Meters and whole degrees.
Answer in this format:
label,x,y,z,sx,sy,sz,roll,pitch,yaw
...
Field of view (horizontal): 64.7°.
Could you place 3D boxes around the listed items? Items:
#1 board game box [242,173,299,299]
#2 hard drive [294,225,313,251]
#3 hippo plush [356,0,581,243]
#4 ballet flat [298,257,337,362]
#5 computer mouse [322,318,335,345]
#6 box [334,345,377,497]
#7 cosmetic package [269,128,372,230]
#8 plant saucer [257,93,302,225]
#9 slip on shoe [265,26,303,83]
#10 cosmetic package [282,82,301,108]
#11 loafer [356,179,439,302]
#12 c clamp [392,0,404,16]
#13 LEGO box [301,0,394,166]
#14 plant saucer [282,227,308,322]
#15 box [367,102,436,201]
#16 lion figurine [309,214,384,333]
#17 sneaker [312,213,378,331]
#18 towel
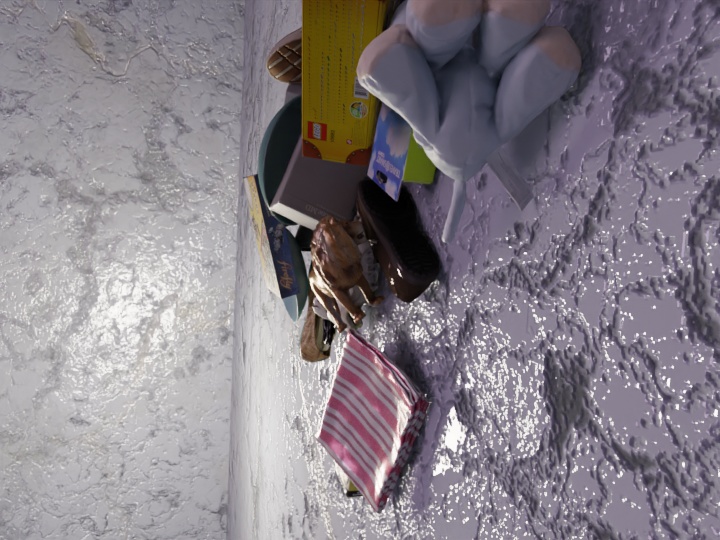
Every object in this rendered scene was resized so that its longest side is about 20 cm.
label,x,y,z,sx,sy,sz,roll,pitch,yaw
board game box,-0.154,-0.063,0.968,0.135,0.034,0.204,-159,57,-70
hard drive,-0.067,-0.103,1.018,0.142,0.032,0.200,-70,17,-5
hippo plush,0.096,-0.171,0.495,0.201,0.157,0.162,55,-159,-28
ballet flat,-0.063,0.065,1.017,0.064,0.070,0.204,6,89,32
computer mouse,-0.034,0.023,0.937,0.059,0.033,0.204,167,112,-70
box,0.004,0.215,0.813,0.075,0.049,0.204,-133,48,-65
cosmetic package,-0.043,-0.160,0.811,0.090,0.105,0.203,-8,62,71
plant saucer,-0.100,-0.172,0.876,0.035,0.199,0.203,18,112,25
slip on shoe,-0.059,-0.364,0.891,0.198,0.076,0.061,-26,40,23
cosmetic package,-0.087,-0.297,1.007,0.201,0.083,0.109,-85,10,-53
loafer,0.033,-0.040,0.709,0.202,0.072,0.072,-107,27,-44
c clamp,0.086,-0.316,0.564,0.200,0.027,0.173,-41,35,47
LEGO box,-0.010,-0.238,0.591,0.202,0.076,0.150,96,-177,-47
plant saucer,-0.132,-0.005,1.068,0.201,0.038,0.205,165,91,-73
box,0.061,-0.195,0.677,0.122,0.047,0.203,-125,41,-61
lion figurine,-0.035,0.011,0.740,0.123,0.072,0.200,52,152,2
sneaker,0.000,0.000,0.835,0.081,0.075,0.202,38,121,29
towel,0.004,0.195,0.735,0.146,0.030,0.203,39,124,37
